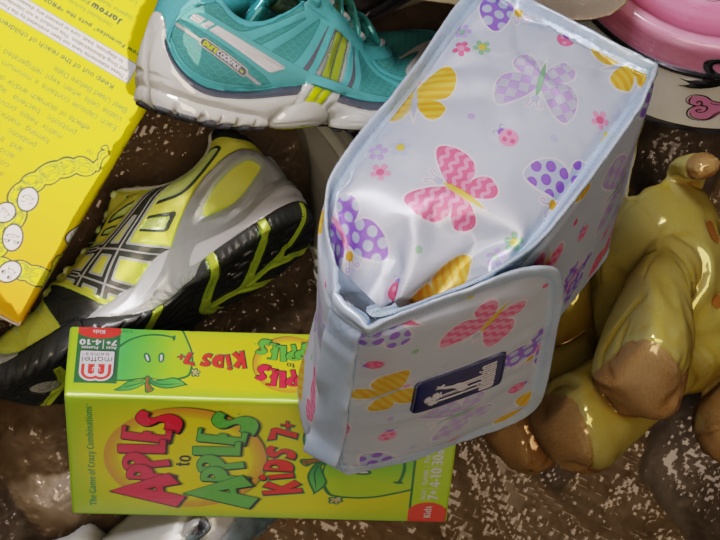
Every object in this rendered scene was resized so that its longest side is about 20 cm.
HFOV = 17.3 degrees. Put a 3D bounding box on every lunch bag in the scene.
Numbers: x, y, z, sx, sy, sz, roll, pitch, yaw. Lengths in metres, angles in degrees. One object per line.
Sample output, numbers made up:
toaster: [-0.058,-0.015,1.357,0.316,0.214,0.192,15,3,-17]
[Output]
lunch bag: [0.046,-0.005,1.131,0.127,0.170,0.200,32,61,14]

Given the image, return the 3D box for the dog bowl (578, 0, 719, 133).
dog bowl: [0.185,-0.176,1.225,0.200,0.074,0.201,0,74,1]

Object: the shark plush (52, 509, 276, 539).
shark plush: [-0.093,0.155,1.305,0.200,0.091,0.083,-43,126,-15]

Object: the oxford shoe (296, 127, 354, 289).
oxford shoe: [0.000,0.000,1.271,0.058,0.075,0.200,-24,106,-4]

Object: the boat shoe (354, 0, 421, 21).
boat shoe: [0.006,-0.166,1.247,0.200,0.065,0.072,-27,99,-4]

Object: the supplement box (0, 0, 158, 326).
supplement box: [-0.171,-0.090,1.215,0.109,0.109,0.200,30,95,-11]

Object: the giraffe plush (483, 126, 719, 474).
giraffe plush: [0.182,0.041,1.272,0.162,0.172,0.200,31,69,-21]

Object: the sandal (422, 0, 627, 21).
sandal: [0.030,-0.166,1.179,0.211,0.070,0.078,15,92,-4]

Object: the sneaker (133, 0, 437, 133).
sneaker: [-0.022,-0.112,1.179,0.200,0.077,0.080,-4,109,-43]

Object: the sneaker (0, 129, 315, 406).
sneaker: [-0.120,0.002,1.266,0.200,0.075,0.076,-32,66,5]

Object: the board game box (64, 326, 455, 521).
board game box: [-0.051,0.082,1.237,0.200,0.048,0.102,1,139,-3]
